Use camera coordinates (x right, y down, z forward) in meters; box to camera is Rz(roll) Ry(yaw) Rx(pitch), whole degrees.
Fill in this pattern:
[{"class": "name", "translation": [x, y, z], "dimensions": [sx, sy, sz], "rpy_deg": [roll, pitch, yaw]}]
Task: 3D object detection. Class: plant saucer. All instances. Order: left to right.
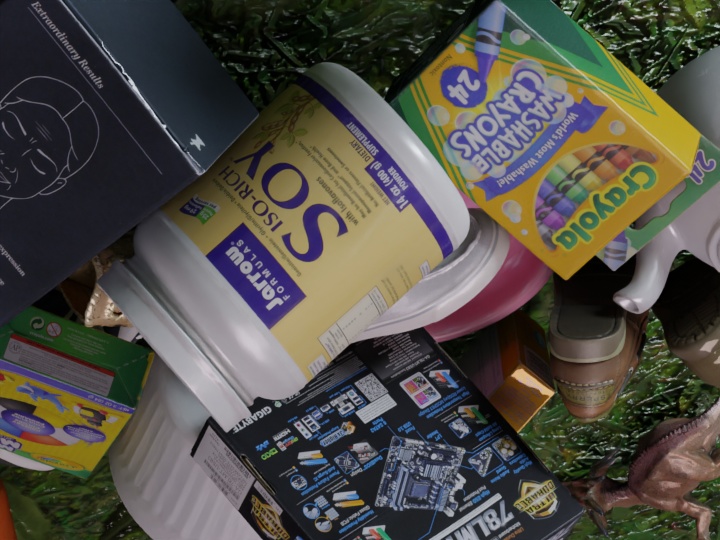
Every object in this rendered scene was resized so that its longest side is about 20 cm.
[{"class": "plant saucer", "translation": [0.042, -0.022, 1.676], "dimensions": [0.199, 0.051, 0.201], "rpy_deg": [-8, 145, -6]}]

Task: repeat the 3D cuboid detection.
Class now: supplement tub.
[{"class": "supplement tub", "translation": [-0.048, -0.013, 1.466], "dimensions": [0.200, 0.145, 0.146], "rpy_deg": [-42, 143, -6]}]

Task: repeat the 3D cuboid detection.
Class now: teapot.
[{"class": "teapot", "translation": [0.290, -0.057, 1.612], "dimensions": [0.196, 0.147, 0.200], "rpy_deg": [8, 144, -24]}]

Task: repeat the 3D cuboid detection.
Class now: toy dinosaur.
[{"class": "toy dinosaur", "translation": [0.247, 0.159, 1.965], "dimensions": [0.134, 0.086, 0.201], "rpy_deg": [11, 133, -19]}]

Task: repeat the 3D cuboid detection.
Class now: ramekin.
[{"class": "ramekin", "translation": [-0.072, 0.116, 1.709], "dimensions": [0.199, 0.201, 0.098], "rpy_deg": [4, 135, -22]}]

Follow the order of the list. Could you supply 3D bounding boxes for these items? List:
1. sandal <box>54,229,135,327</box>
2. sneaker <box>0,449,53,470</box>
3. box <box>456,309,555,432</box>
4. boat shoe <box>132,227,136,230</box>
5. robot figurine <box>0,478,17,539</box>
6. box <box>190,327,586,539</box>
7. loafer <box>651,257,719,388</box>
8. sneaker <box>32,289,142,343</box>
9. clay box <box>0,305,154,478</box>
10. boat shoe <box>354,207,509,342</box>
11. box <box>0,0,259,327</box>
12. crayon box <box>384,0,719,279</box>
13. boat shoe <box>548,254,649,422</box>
[{"class": "sandal", "translation": [-0.175, 0.009, 1.541], "dimensions": [0.210, 0.070, 0.078], "rpy_deg": [22, 127, 2]}, {"class": "sneaker", "translation": [-0.313, 0.110, 1.735], "dimensions": [0.199, 0.071, 0.099], "rpy_deg": [27, 131, -34]}, {"class": "box", "translation": [0.064, 0.127, 1.781], "dimensions": [0.041, 0.119, 0.200], "rpy_deg": [36, 107, -12]}, {"class": "boat shoe", "translation": [-0.090, -0.063, 1.577], "dimensions": [0.199, 0.072, 0.071], "rpy_deg": [-19, 128, 2]}, {"class": "robot figurine", "translation": [-0.312, 0.227, 1.806], "dimensions": [0.116, 0.202, 0.143], "rpy_deg": [-24, -159, -38]}, {"class": "box", "translation": [0.020, 0.142, 1.619], "dimensions": [0.199, 0.199, 0.050], "rpy_deg": [-29, 160, -39]}, {"class": "loafer", "translation": [0.253, 0.038, 1.714], "dimensions": [0.076, 0.200, 0.068], "rpy_deg": [-31, 102, 18]}, {"class": "sneaker", "translation": [-0.170, 0.037, 1.667], "dimensions": [0.198, 0.080, 0.130], "rpy_deg": [-19, 145, 9]}, {"class": "clay box", "translation": [-0.216, 0.085, 1.611], "dimensions": [0.114, 0.048, 0.200], "rpy_deg": [21, 154, -9]}, {"class": "boat shoe", "translation": [0.000, 0.000, 1.600], "dimensions": [0.199, 0.073, 0.069], "rpy_deg": [-16, 146, 21]}, {"class": "box", "translation": [-0.189, -0.081, 1.420], "dimensions": [0.199, 0.107, 0.149], "rpy_deg": [-34, 99, 28]}, {"class": "crayon box", "translation": [0.126, -0.083, 1.537], "dimensions": [0.200, 0.052, 0.126], "rpy_deg": [39, 126, -11]}, {"class": "boat shoe", "translation": [0.167, 0.041, 1.688], "dimensions": [0.071, 0.200, 0.069], "rpy_deg": [3, 112, 19]}]
